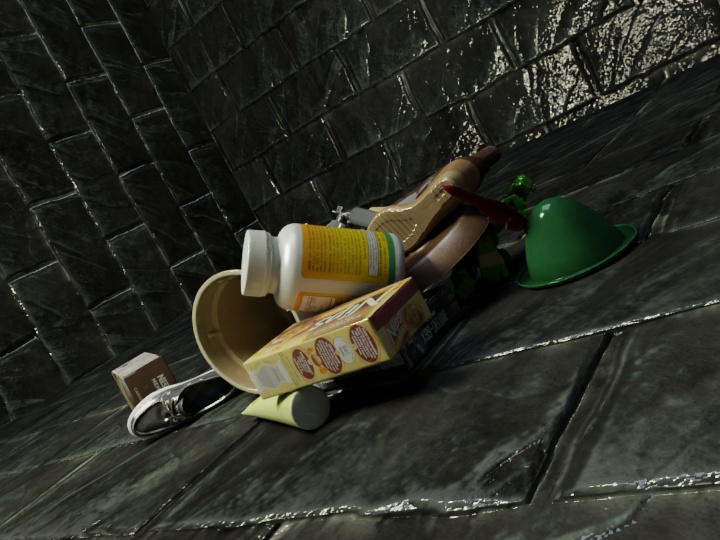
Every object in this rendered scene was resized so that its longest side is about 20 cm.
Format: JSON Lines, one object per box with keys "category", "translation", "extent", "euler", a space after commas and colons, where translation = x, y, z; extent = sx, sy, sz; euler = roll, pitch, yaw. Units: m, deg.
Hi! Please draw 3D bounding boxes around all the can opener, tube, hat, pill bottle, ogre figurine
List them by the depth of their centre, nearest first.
{"category": "tube", "translation": [-0.099, 0.169, 0.851], "extent": [0.058, 0.052, 0.200], "euler": [10, -11, -22]}
{"category": "hat", "translation": [0.242, -0.088, 0.861], "extent": [0.165, 0.177, 0.200], "euler": [-23, 10, 34]}
{"category": "pill bottle", "translation": [-0.051, -0.002, 0.862], "extent": [0.199, 0.113, 0.113], "euler": [4, 1, -14]}
{"category": "ogre figurine", "translation": [0.190, -0.045, 1.004], "extent": [0.098, 0.201, 0.120], "euler": [12, -8, -5]}
{"category": "can opener", "translation": [0.000, -0.075, 1.190], "extent": [0.200, 0.053, 0.067], "euler": [23, 88, 62]}

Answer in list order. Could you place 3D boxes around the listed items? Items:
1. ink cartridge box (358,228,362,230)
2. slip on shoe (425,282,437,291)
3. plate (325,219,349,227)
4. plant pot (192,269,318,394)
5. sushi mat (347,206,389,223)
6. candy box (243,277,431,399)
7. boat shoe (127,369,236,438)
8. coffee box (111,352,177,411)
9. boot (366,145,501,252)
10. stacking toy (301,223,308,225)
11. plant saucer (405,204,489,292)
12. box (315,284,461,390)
{"category": "ink cartridge box", "translation": [0.045, -0.023, 1.276], "extent": [0.125, 0.129, 0.200], "euler": [-23, 8, 22]}
{"category": "slip on shoe", "translation": [0.051, 0.045, 1.086], "extent": [0.200, 0.061, 0.074], "euler": [-31, 7, -29]}
{"category": "plate", "translation": [-0.047, -0.001, 1.323], "extent": [0.025, 0.201, 0.200], "euler": [11, 26, 23]}
{"category": "plant pot", "translation": [-0.135, 0.066, 1.071], "extent": [0.200, 0.201, 0.183], "euler": [-23, 8, 29]}
{"category": "sushi mat", "translation": [0.036, -0.113, 1.323], "extent": [0.095, 0.012, 0.200], "euler": [-25, 13, -24]}
{"category": "candy box", "translation": [-0.029, 0.081, 0.775], "extent": [0.199, 0.055, 0.115], "euler": [-22, 10, 35]}
{"category": "boat shoe", "translation": [-0.292, 0.223, 1.106], "extent": [0.199, 0.070, 0.066], "euler": [-22, 5, -15]}
{"category": "coffee box", "translation": [-0.400, 0.225, 1.253], "extent": [0.080, 0.115, 0.200], "euler": [-31, 10, -25]}
{"category": "boot", "translation": [0.111, -0.102, 0.984], "extent": [0.200, 0.072, 0.166], "euler": [-36, 0, 39]}
{"category": "stacking toy", "translation": [-0.063, -0.021, 1.030], "extent": [0.116, 0.109, 0.200], "euler": [-62, 37, 12]}
{"category": "plant saucer", "translation": [0.100, -0.031, 0.955], "extent": [0.200, 0.035, 0.200], "euler": [-41, 10, 9]}
{"category": "box", "translation": [0.020, 0.095, 0.906], "extent": [0.199, 0.050, 0.158], "euler": [-21, 10, 40]}
